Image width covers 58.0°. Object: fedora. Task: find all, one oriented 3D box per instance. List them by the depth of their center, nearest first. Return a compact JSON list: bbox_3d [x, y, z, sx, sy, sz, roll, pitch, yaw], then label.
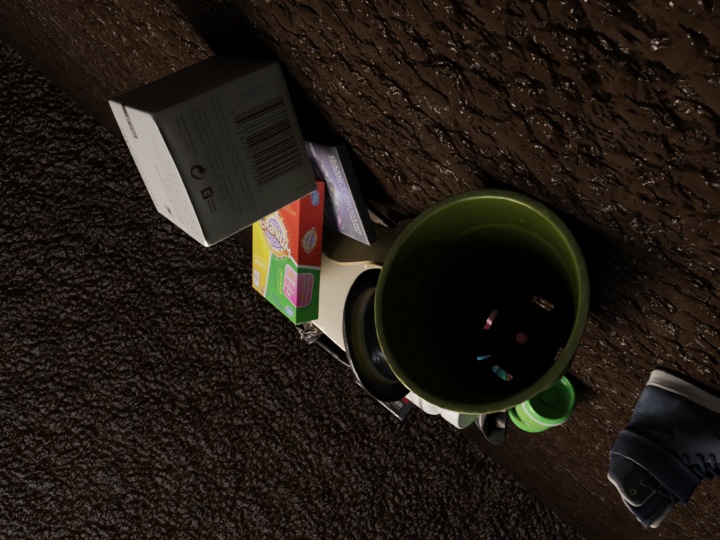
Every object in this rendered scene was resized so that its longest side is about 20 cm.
[{"bbox_3d":[0.062,0.080,0.874,0.090,0.203,0.201,-14,135,33],"label":"fedora"}]

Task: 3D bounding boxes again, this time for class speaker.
[{"bbox_3d":[0.283,0.208,1.029,0.088,0.089,0.200,37,170,15],"label":"speaker"}]

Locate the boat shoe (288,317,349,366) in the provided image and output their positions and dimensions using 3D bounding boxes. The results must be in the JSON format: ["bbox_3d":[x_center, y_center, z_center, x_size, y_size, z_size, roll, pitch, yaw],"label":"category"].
[{"bbox_3d":[-0.073,0.102,1.127,0.199,0.067,0.069,39,137,-21],"label":"boat shoe"}]

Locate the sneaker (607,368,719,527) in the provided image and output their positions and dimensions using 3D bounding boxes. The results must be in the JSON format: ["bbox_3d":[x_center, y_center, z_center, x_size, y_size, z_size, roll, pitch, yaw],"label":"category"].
[{"bbox_3d":[0.332,0.195,0.613,0.077,0.147,0.201,46,167,-31],"label":"sneaker"}]

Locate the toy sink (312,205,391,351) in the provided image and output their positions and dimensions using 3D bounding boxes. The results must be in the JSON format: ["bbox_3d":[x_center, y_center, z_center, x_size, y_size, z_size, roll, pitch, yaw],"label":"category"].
[{"bbox_3d":[0.000,0.000,1.034,0.130,0.201,0.112,39,-160,2],"label":"toy sink"}]

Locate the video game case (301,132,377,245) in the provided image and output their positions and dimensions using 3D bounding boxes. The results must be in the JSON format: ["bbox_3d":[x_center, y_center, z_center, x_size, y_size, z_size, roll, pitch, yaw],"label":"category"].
[{"bbox_3d":[-0.055,-0.122,0.909,0.199,0.019,0.145,26,142,54],"label":"video game case"}]

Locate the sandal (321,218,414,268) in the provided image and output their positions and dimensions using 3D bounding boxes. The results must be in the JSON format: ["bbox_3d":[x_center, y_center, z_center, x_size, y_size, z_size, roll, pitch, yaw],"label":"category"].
[{"bbox_3d":[0.032,-0.027,0.906,0.209,0.079,0.069,2,151,49],"label":"sandal"}]

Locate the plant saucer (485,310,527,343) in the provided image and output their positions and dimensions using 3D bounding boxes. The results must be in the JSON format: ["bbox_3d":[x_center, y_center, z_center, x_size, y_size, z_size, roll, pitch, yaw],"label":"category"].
[{"bbox_3d":[0.169,0.062,0.919,0.199,0.051,0.201,38,170,8],"label":"plant saucer"}]

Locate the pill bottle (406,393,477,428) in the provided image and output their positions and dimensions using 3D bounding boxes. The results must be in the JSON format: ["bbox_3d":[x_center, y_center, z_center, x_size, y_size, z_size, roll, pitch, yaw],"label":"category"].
[{"bbox_3d":[0.102,0.151,1.019,0.198,0.115,0.114,31,167,32],"label":"pill bottle"}]

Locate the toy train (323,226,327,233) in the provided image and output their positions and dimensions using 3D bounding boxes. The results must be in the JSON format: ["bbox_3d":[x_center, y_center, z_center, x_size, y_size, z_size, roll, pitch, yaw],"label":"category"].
[{"bbox_3d":[-0.026,-0.033,1.163,0.199,0.085,0.114,42,180,-10],"label":"toy train"}]

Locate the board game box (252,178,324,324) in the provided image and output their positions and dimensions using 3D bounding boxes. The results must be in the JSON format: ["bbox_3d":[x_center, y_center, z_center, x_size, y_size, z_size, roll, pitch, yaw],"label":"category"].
[{"bbox_3d":[-0.110,-0.047,0.952,0.152,0.040,0.204,31,123,51],"label":"board game box"}]

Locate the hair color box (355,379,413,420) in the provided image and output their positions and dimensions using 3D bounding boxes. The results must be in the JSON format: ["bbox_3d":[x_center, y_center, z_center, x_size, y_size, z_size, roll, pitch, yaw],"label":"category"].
[{"bbox_3d":[0.092,0.147,1.136,0.098,0.201,0.061,35,171,20],"label":"hair color box"}]

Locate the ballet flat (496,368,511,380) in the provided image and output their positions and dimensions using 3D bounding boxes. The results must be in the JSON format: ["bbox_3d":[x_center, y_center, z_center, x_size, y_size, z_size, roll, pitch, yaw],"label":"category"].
[{"bbox_3d":[0.224,0.147,1.058,0.070,0.071,0.200,9,-174,-14],"label":"ballet flat"}]

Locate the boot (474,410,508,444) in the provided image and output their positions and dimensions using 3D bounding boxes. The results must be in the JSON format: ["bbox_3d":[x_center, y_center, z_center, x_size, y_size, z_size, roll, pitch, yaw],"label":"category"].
[{"bbox_3d":[0.229,0.245,1.125,0.200,0.064,0.168,-85,-22,-81],"label":"boot"}]

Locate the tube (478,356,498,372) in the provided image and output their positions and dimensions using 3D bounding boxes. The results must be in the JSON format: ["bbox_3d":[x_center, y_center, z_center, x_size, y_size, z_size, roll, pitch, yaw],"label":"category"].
[{"bbox_3d":[0.123,0.067,0.839,0.077,0.050,0.201,35,166,50],"label":"tube"}]

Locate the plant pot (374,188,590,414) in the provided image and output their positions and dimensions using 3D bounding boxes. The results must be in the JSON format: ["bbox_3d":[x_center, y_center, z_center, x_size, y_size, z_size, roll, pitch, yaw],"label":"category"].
[{"bbox_3d":[0.140,0.051,0.651,0.199,0.202,0.189,33,180,32],"label":"plant pot"}]

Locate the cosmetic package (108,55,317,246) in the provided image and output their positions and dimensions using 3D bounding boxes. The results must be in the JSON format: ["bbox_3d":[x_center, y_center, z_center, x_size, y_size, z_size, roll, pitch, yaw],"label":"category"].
[{"bbox_3d":[-0.186,-0.159,0.814,0.199,0.163,0.168,26,140,53],"label":"cosmetic package"}]
